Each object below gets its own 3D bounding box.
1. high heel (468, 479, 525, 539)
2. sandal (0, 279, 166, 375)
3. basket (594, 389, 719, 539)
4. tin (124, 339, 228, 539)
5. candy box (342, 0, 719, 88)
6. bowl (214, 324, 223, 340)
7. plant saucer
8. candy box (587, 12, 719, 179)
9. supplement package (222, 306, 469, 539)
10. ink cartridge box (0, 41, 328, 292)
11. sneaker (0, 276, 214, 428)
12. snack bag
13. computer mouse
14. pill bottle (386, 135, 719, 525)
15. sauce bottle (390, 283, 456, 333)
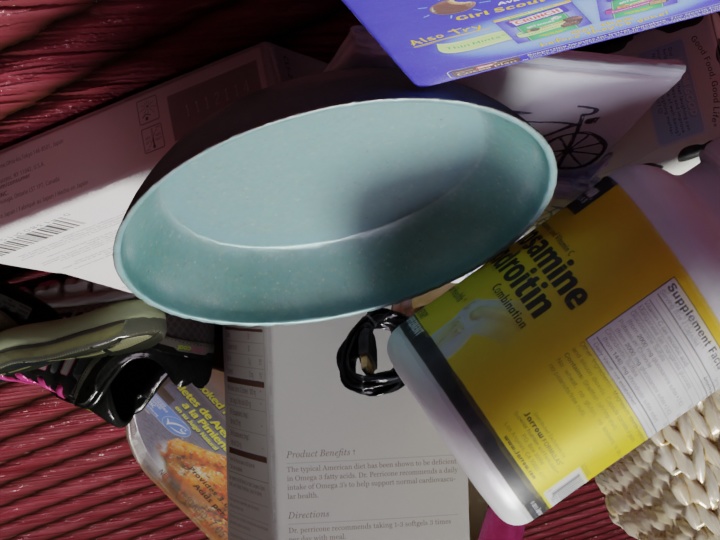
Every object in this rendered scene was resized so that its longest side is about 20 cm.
[{"bbox_3d":[0.060,0.079,1.427,0.067,0.201,0.096,9,-150,26],"label":"high heel"},{"bbox_3d":[-0.200,0.029,1.386,0.199,0.058,0.080,-11,178,20],"label":"sandal"},{"bbox_3d":[0.214,0.064,1.427,0.160,0.199,0.200,-28,-163,-9],"label":"basket"},{"bbox_3d":[-0.056,0.125,1.513,0.112,0.200,0.042,-30,-161,37],"label":"tin"},{"bbox_3d":[0.072,-0.144,0.909,0.168,0.078,0.200,-14,168,10],"label":"candy box"},{"bbox_3d":[-0.055,0.028,1.562,0.199,0.040,0.201,-12,167,-3],"label":"bowl"},{"bbox_3d":[-0.013,-0.036,1.094,0.198,0.036,0.200,-10,154,-5],"label":"plant saucer"},{"bbox_3d":[0.134,-0.059,1.314,0.199,0.072,0.167,-19,164,26],"label":"candy box"},{"bbox_3d":[-0.010,0.081,1.403,0.116,0.202,0.117,-1,180,-15],"label":"supplement package"},{"bbox_3d":[-0.079,-0.045,1.233,0.199,0.045,0.176,-19,164,26],"label":"ink cartridge box"},{"bbox_3d":[-0.168,0.053,1.450,0.198,0.088,0.074,-16,167,19],"label":"sneaker"},{"bbox_3d":[0.037,-0.047,1.161,0.187,0.022,0.200,3,149,-29],"label":"snack bag"},{"bbox_3d":[0.000,0.000,1.283,0.058,0.200,0.034,2,120,-10],"label":"computer mouse"},{"bbox_3d":[0.120,0.021,1.166,0.199,0.112,0.112,-36,165,0],"label":"pill bottle"},{"bbox_3d":[0.114,0.013,1.294,0.199,0.067,0.066,-15,167,23],"label":"sauce bottle"}]
